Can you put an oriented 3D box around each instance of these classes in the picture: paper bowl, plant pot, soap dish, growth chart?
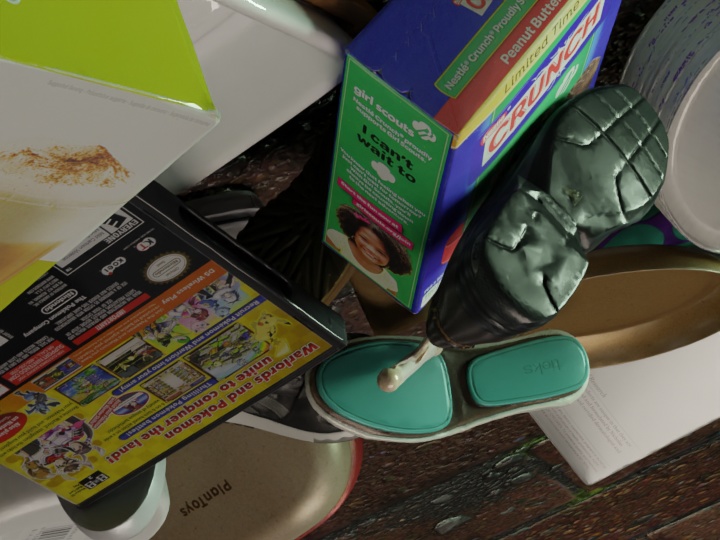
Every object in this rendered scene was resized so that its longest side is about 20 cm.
[{"bbox_3d":[0.261,-0.094,1.132,0.200,0.104,0.201,-14,132,-17],"label":"paper bowl"},{"bbox_3d":[0.157,0.024,1.247,0.199,0.028,0.200,-7,160,-2],"label":"plant pot"},{"bbox_3d":[-0.108,-0.117,0.892,0.157,0.082,0.200,-33,153,25],"label":"soap dish"},{"bbox_3d":[0.083,-0.011,1.109,0.200,0.018,0.145,-52,173,7],"label":"growth chart"}]

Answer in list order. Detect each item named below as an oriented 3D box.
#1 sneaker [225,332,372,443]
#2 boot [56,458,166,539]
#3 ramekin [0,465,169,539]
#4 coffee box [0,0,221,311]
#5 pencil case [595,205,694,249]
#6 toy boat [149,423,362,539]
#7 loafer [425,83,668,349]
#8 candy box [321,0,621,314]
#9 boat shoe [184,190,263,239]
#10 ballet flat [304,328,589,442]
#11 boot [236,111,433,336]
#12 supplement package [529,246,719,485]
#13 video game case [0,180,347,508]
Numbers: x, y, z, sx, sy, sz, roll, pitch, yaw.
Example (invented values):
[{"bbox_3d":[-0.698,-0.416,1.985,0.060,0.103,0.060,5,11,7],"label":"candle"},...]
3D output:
[{"bbox_3d":[-0.060,0.063,1.251,0.199,0.076,0.088,0,152,10],"label":"sneaker"},{"bbox_3d":[-0.145,0.111,1.174,0.073,0.200,0.096,-26,130,4],"label":"boot"},{"bbox_3d":[-0.230,0.151,1.331,0.200,0.098,0.201,-17,155,-8],"label":"ramekin"},{"bbox_3d":[-0.208,-0.100,0.701,0.198,0.201,0.199,-36,152,30],"label":"coffee box"},{"bbox_3d":[0.177,-0.051,1.252,0.199,0.085,0.093,-11,156,-19],"label":"pencil case"},{"bbox_3d":[-0.081,0.143,1.439,0.200,0.131,0.131,-35,-177,30],"label":"toy boat"},{"bbox_3d":[0.095,-0.031,0.983,0.072,0.073,0.200,-35,-174,47],"label":"loafer"},{"bbox_3d":[0.061,-0.096,0.987,0.169,0.077,0.200,-49,165,-23],"label":"candy box"},{"bbox_3d":[-0.145,0.008,1.138,0.199,0.067,0.074,-18,155,-6],"label":"boat shoe"},{"bbox_3d":[0.051,0.075,1.215,0.199,0.070,0.070,-5,152,-23],"label":"ballet flat"},{"bbox_3d":[0.000,0.000,1.167,0.175,0.066,0.200,-52,157,-11],"label":"boot"},{"bbox_3d":[0.219,0.044,1.393,0.200,0.117,0.117,-31,111,22],"label":"supplement package"},{"bbox_3d":[-0.139,0.039,0.997,0.200,0.026,0.181,-32,134,23],"label":"video game case"}]
